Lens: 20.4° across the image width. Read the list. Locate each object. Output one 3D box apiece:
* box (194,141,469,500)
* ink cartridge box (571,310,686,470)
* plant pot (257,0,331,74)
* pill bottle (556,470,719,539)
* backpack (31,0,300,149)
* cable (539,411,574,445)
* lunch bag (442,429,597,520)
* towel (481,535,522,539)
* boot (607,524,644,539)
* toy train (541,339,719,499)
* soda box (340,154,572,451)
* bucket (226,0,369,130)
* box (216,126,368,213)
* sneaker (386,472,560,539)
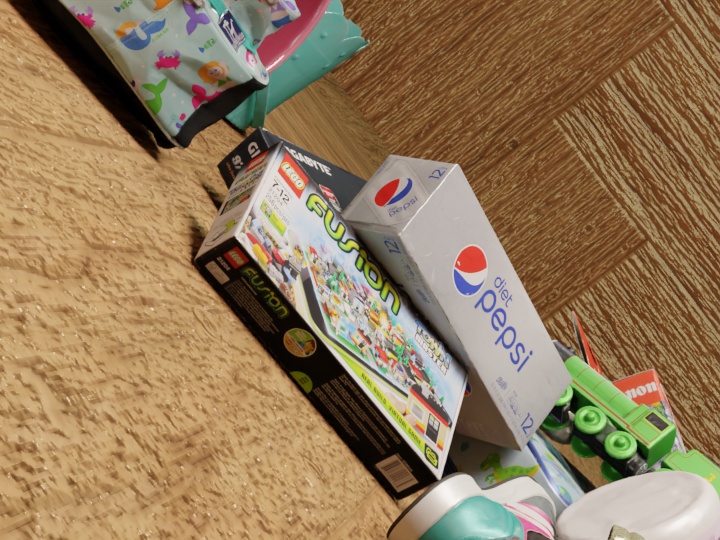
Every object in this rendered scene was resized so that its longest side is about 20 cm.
[{"bbox_3d":[-0.013,0.030,1.209,0.200,0.035,0.110,50,31,-20],"label":"box"},{"bbox_3d":[0.211,0.129,1.457,0.109,0.050,0.201,57,16,-57],"label":"ink cartridge box"},{"bbox_3d":[-0.133,-0.259,1.502,0.179,0.201,0.200,38,0,24],"label":"plant pot"},{"bbox_3d":[0.201,0.241,1.285,0.112,0.111,0.202,-99,172,-77],"label":"pill bottle"},{"bbox_3d":[-0.142,-0.199,1.255,0.200,0.150,0.178,42,12,-35],"label":"backpack"},{"bbox_3d":[0.098,0.065,1.497,0.199,0.050,0.097,33,-13,23],"label":"cable"},{"bbox_3d":[0.129,0.174,1.420,0.200,0.082,0.161,46,9,-41],"label":"lunch bag"},{"bbox_3d":[0.090,0.210,0.960,0.146,0.022,0.201,5,42,-52],"label":"towel"},{"bbox_3d":[0.184,0.260,1.198,0.153,0.202,0.072,18,18,3],"label":"boot"},{"bbox_3d":[0.181,0.114,1.375,0.200,0.056,0.042,41,-30,29],"label":"toy train"},{"bbox_3d":[0.063,0.022,1.298,0.063,0.068,0.201,11,-38,45],"label":"soda box"},{"bbox_3d":[-0.102,-0.229,1.716,0.208,0.134,0.207,51,7,-9],"label":"bucket"},{"bbox_3d":[0.000,0.000,1.387,0.199,0.046,0.160,24,34,-54],"label":"box"},{"bbox_3d":[0.098,0.179,1.141,0.121,0.084,0.200,50,12,20],"label":"sneaker"}]
